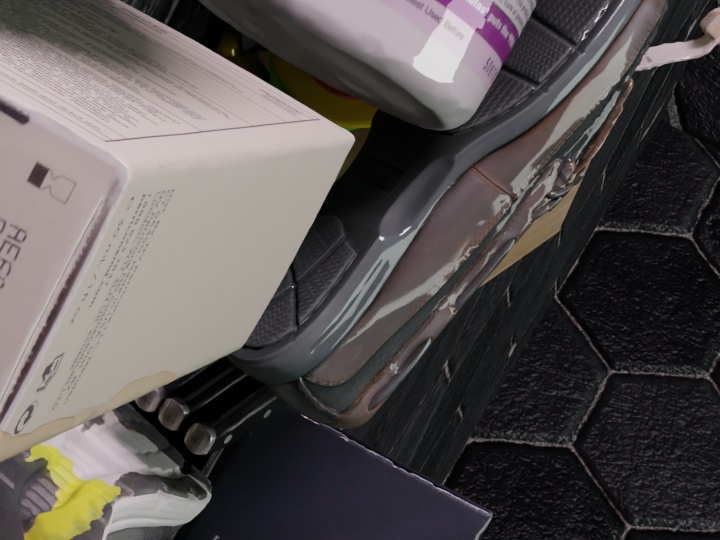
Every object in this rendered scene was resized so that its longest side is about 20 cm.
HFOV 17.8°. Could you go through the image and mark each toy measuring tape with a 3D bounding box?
[{"bbox_3d":[0.037,-0.095,0.844,0.074,0.200,0.074,-11,90,-87],"label":"toy measuring tape"}]

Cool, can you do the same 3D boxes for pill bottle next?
[{"bbox_3d":[0.033,-0.156,0.751,0.200,0.112,0.112,-60,172,-3],"label":"pill bottle"}]

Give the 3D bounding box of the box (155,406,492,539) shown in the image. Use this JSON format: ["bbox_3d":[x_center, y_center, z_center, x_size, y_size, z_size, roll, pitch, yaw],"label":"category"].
[{"bbox_3d":[-0.059,0.156,1.018,0.197,0.124,0.200,-63,-170,-4],"label":"box"}]

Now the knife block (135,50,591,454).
[{"bbox_3d":[0.000,0.000,0.885,0.176,0.200,0.064,-95,-161,-44],"label":"knife block"}]

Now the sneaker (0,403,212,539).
[{"bbox_3d":[-0.122,0.094,0.839,0.085,0.074,0.200,-50,171,14],"label":"sneaker"}]

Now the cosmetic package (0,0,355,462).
[{"bbox_3d":[-0.080,-0.022,0.539,0.073,0.104,0.200,-62,171,9],"label":"cosmetic package"}]

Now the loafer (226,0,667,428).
[{"bbox_3d":[0.036,-0.031,0.800,0.200,0.072,0.063,-46,128,-1],"label":"loafer"}]
